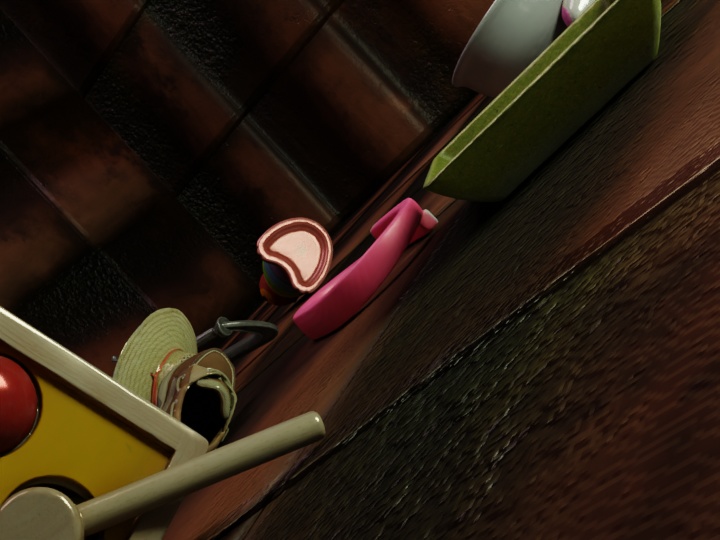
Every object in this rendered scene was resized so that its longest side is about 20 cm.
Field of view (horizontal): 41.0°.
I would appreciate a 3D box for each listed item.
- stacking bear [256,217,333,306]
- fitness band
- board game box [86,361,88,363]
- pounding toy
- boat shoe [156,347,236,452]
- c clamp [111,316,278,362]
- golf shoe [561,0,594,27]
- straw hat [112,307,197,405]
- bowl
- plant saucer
[{"bbox_3d":[-0.119,0.000,1.615,0.114,0.121,0.200,-48,-2,-26],"label":"stacking bear"},{"bbox_3d":[0.000,0.000,0.892,0.144,0.037,0.200,-46,3,-19],"label":"fitness band"},{"bbox_3d":[-0.262,0.188,0.794,0.201,0.029,0.137,-89,8,-60],"label":"board game box"},{"bbox_3d":[-0.157,0.116,0.474,0.142,0.199,0.186,-38,22,54],"label":"pounding toy"},{"bbox_3d":[-0.142,0.126,0.856,0.073,0.076,0.201,-36,15,20],"label":"boat shoe"},{"bbox_3d":[-0.219,0.110,1.351,0.198,0.027,0.170,-27,-28,25],"label":"c clamp"},{"bbox_3d":[0.305,-0.345,1.075,0.200,0.075,0.091,-46,8,-11],"label":"golf shoe"},{"bbox_3d":[-0.222,0.149,1.202,0.084,0.204,0.201,6,28,21],"label":"straw hat"},{"bbox_3d":[0.204,-0.282,1.164,0.202,0.090,0.201,-51,-7,-9],"label":"bowl"},{"bbox_3d":[0.136,-0.124,0.701,0.199,0.048,0.200,-44,5,13],"label":"plant saucer"}]
